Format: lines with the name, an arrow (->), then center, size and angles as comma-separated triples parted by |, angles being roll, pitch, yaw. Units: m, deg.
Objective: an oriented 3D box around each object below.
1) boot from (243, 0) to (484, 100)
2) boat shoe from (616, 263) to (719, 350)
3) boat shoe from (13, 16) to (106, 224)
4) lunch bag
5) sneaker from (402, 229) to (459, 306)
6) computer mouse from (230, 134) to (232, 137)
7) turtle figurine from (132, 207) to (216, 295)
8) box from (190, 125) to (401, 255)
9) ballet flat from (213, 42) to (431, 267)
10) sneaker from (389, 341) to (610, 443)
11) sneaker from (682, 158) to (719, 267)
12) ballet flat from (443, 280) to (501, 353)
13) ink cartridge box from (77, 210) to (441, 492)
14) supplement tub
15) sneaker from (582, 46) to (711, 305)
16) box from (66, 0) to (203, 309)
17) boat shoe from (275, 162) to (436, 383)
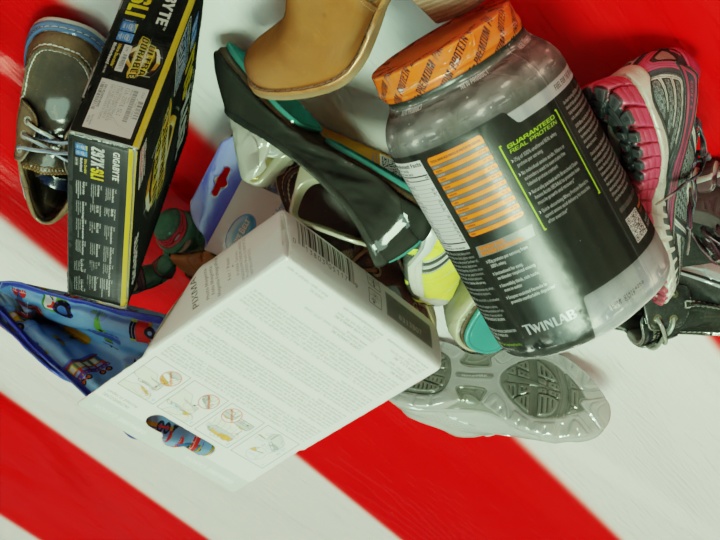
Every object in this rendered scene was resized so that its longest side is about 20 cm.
boot -> -0.034, -0.189, 0.956 | 0.200, 0.077, 0.155 | -17, 136, 40
boat shoe -> 0.215, 0.027, 1.199 | 0.200, 0.071, 0.072 | 11, 148, 3
boat shoe -> -0.216, -0.102, 1.164 | 0.072, 0.072, 0.200 | 13, 148, 1
lunch bag -> -0.191, 0.059, 1.231 | 0.200, 0.094, 0.151 | 25, 177, 26
sneaker -> 0.072, -0.052, 1.094 | 0.076, 0.075, 0.200 | 8, 131, 2
computer mouse -> -0.019, -0.047, 1.210 | 0.200, 0.034, 0.059 | 30, 145, -23
turtle figurine -> -0.119, 0.005, 1.268 | 0.150, 0.101, 0.200 | 9, 164, 37
box -> -0.022, -0.039, 1.178 | 0.200, 0.042, 0.119 | 24, 121, -13
ballet flat -> -0.040, -0.073, 1.060 | 0.200, 0.068, 0.068 | 40, -172, 22
sneaker -> 0.120, 0.112, 1.380 | 0.200, 0.078, 0.099 | 12, 157, 17
sneaker -> 0.259, -0.018, 1.070 | 0.076, 0.116, 0.200 | 30, 144, -24
ballet flat -> 0.128, -0.026, 1.144 | 0.069, 0.070, 0.200 | 31, 115, -25
ink cartridge box -> -0.070, 0.062, 1.102 | 0.200, 0.057, 0.162 | -31, 132, 28
supplement tub -> 0.096, -0.057, 0.981 | 0.122, 0.123, 0.200 | -18, 108, 40
sneaker -> 0.196, -0.055, 1.047 | 0.081, 0.075, 0.200 | 41, 156, 36
box -> -0.153, -0.092, 1.074 | 0.049, 0.160, 0.200 | 14, 147, -2
boat shoe -> 0.000, 0.000, 1.137 | 0.072, 0.072, 0.200 | -20, 121, 13
